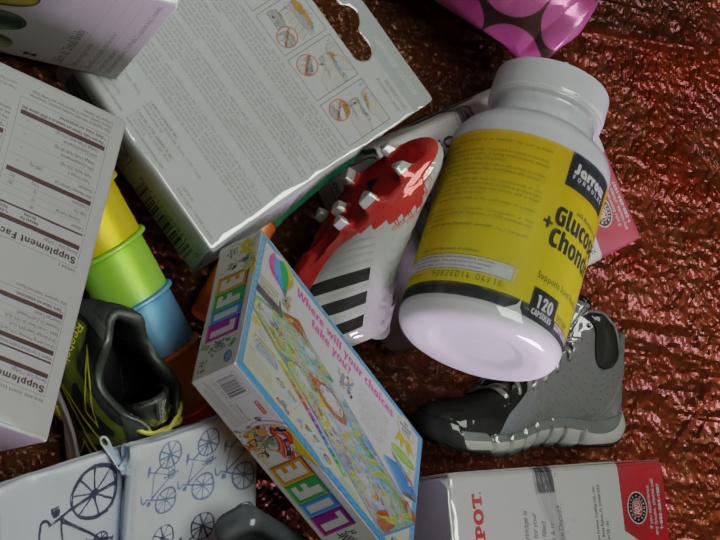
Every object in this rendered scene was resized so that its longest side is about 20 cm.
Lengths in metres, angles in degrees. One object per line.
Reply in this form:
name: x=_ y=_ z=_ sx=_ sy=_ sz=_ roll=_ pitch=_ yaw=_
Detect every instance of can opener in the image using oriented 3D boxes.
can opener: x=-0.024 y=0.188 z=1.519 sx=0.200 sy=0.067 sz=0.054 roll=44 pitch=21 yaw=-62

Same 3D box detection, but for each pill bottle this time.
pill bottle: x=0.103 y=-0.036 z=1.575 sx=0.112 sy=0.112 sz=0.201 roll=29 pitch=66 yaw=-28

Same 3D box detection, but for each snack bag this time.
snack bag: x=-0.146 y=0.188 z=1.455 sx=0.199 sy=0.021 sz=0.189 roll=-14 pitch=118 yaw=-37

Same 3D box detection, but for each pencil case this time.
pencil case: x=0.074 y=-0.228 z=1.691 sx=0.200 sy=0.091 sz=0.094 roll=37 pitch=45 yaw=-6

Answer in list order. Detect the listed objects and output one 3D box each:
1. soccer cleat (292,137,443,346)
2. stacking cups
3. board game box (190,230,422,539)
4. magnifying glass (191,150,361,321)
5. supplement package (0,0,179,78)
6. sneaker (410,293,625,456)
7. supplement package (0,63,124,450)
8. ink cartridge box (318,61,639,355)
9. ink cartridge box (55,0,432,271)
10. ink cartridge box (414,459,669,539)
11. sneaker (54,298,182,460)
soccer cleat: x=0.000 y=0.000 z=1.581 sx=0.085 sy=0.069 sz=0.200 roll=35 pitch=97 yaw=-24
stacking cups: x=-0.133 y=0.033 z=1.529 sx=0.060 sy=0.060 sz=0.200 roll=-40 pitch=106 yaw=-34
board game box: x=-0.029 y=0.090 z=1.502 sx=0.200 sy=0.034 sz=0.135 roll=53 pitch=26 yaw=-28
magnifying glass: x=-0.057 y=-0.052 z=1.601 sx=0.200 sy=0.079 sz=0.022 roll=-61 pitch=149 yaw=-19
supplement package: x=-0.215 y=-0.227 z=1.439 sx=0.199 sy=0.152 sz=0.151 roll=12 pitch=73 yaw=-18
sneaker: x=0.116 y=0.066 z=1.674 sx=0.199 sy=0.075 sz=0.116 roll=0 pitch=102 yaw=-45
supplement package: x=-0.256 y=-0.009 z=1.378 sx=0.150 sy=0.152 sz=0.201 roll=24 pitch=67 yaw=-30
ink cartridge box: x=0.084 y=-0.046 z=1.685 sx=0.200 sy=0.085 sz=0.146 roll=-26 pitch=95 yaw=-34
ink cartridge box: x=-0.077 y=-0.119 z=1.571 sx=0.200 sy=0.057 sz=0.163 roll=-35 pitch=88 yaw=-30
ink cartridge box: x=0.119 y=0.211 z=1.655 sx=0.199 sy=0.084 sz=0.145 roll=1 pitch=80 yaw=-37
sneaker: x=-0.143 y=0.107 z=1.482 sx=0.074 sy=0.084 sz=0.201 roll=-37 pitch=108 yaw=-35
